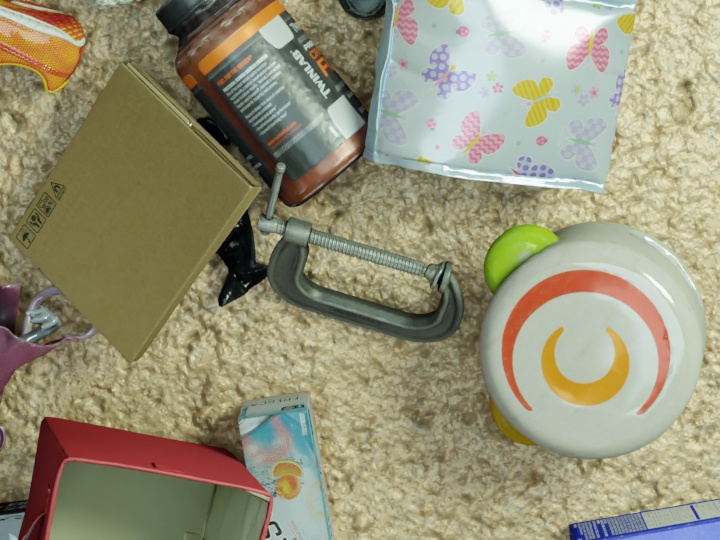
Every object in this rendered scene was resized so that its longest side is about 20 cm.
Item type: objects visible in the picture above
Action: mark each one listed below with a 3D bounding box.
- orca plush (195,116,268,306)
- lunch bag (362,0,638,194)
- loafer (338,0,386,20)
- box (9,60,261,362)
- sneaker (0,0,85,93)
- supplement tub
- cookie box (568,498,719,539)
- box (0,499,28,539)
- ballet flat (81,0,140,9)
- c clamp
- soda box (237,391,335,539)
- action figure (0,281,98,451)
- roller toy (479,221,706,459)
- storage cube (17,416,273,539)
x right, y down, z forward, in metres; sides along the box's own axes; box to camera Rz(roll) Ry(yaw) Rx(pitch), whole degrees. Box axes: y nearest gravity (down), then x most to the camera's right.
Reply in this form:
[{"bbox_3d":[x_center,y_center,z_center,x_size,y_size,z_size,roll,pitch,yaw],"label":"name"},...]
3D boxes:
[{"bbox_3d":[-0.151,-0.062,1.550,0.105,0.071,0.201,-19,98,5],"label":"orca plush"},{"bbox_3d":[0.107,-0.161,1.492,0.199,0.127,0.170,4,101,-17],"label":"lunch bag"},{"bbox_3d":[0.010,-0.308,1.509,0.072,0.063,0.201,8,99,1],"label":"loafer"},{"bbox_3d":[-0.193,-0.048,1.528,0.163,0.021,0.200,44,114,15],"label":"box"},{"bbox_3d":[-0.334,-0.208,1.534,0.199,0.073,0.077,25,109,0],"label":"sneaker"},{"bbox_3d":[-0.081,-0.158,1.515,0.107,0.107,0.200,-39,97,7],"label":"supplement tub"},{"bbox_3d":[0.295,0.294,1.591,0.199,0.075,0.172,-10,98,4],"label":"cookie box"},{"bbox_3d":[-0.303,0.307,1.627,0.198,0.050,0.201,-6,100,4],"label":"box"},{"bbox_3d":[-0.146,-0.276,1.521,0.200,0.072,0.072,-41,96,8],"label":"ballet flat"},{"bbox_3d":[0.000,0.000,1.528,0.199,0.027,0.171,20,143,-6],"label":"c clamp"},{"bbox_3d":[-0.059,0.212,1.591,0.063,0.068,0.201,-10,100,2],"label":"soda box"},{"bbox_3d":[-0.339,0.097,1.585,0.134,0.149,0.201,37,120,25],"label":"action figure"},{"bbox_3d":[0.197,0.058,1.524,0.182,0.140,0.201,2,102,12],"label":"roller toy"},{"bbox_3d":[-0.191,0.230,1.506,0.199,0.180,0.172,12,93,-16],"label":"storage cube"}]
